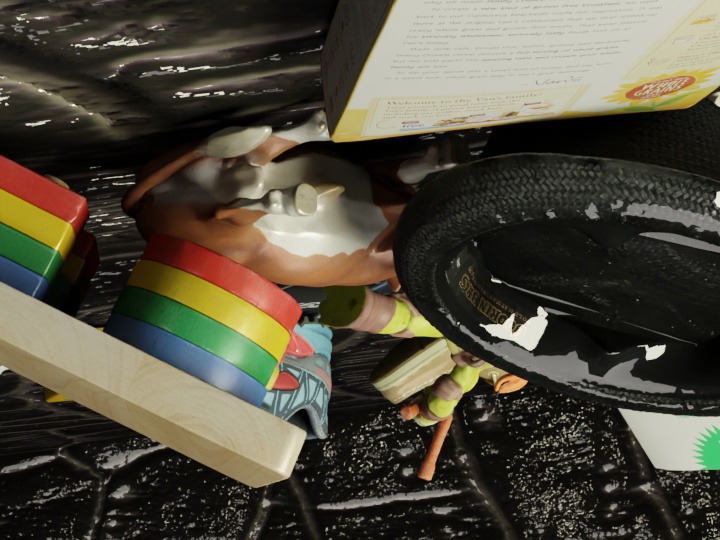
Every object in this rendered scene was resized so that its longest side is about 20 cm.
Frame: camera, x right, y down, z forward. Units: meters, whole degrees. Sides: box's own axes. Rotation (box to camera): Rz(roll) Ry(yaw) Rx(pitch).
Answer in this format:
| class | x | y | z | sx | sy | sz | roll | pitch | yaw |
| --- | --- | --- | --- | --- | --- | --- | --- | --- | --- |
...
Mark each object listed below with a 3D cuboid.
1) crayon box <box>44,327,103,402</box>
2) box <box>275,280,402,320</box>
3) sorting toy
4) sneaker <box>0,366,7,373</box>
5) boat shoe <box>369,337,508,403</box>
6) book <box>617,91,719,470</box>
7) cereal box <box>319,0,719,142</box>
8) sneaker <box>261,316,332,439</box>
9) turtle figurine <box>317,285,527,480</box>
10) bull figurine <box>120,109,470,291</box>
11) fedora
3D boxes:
| class | x | y | z | sx | sy | sz | roll | pitch | yaw |
| --- | --- | --- | --- | --- | --- | --- | --- | --- | --- |
| crayon box | -0.203 | 0.080 | 1.225 | 0.198 | 0.051 | 0.127 | -3 | 171 | -22 |
| box | 0.000 | 0.000 | 0.896 | 0.198 | 0.044 | 0.160 | 0 | 168 | -38 |
| sorting toy | -0.113 | 0.018 | 0.597 | 0.197 | 0.070 | 0.200 | 26 | 167 | -3 |
| sneaker | -0.285 | 0.045 | 0.840 | 0.198 | 0.080 | 0.129 | -12 | 169 | -46 |
| boat shoe | 0.102 | 0.046 | 0.967 | 0.199 | 0.067 | 0.074 | -29 | -172 | -1 |
| book | 0.164 | 0.017 | 0.708 | 0.133 | 0.201 | 0.048 | -11 | -148 | 47 |
| cereal box | 0.069 | -0.087 | 0.415 | 0.142 | 0.040 | 0.200 | -6 | 171 | -10 |
| sneaker | -0.084 | 0.076 | 0.855 | 0.079 | 0.097 | 0.199 | -16 | 167 | 42 |
| turtle figurine | 0.054 | 0.031 | 0.801 | 0.160 | 0.201 | 0.064 | 24 | -166 | -36 |
| bull figurine | -0.010 | -0.028 | 0.644 | 0.199 | 0.066 | 0.121 | 0 | 167 | -43 |
| fedora | 0.116 | -0.018 | 0.573 | 0.198 | 0.092 | 0.201 | 10 | 151 | 6 |
